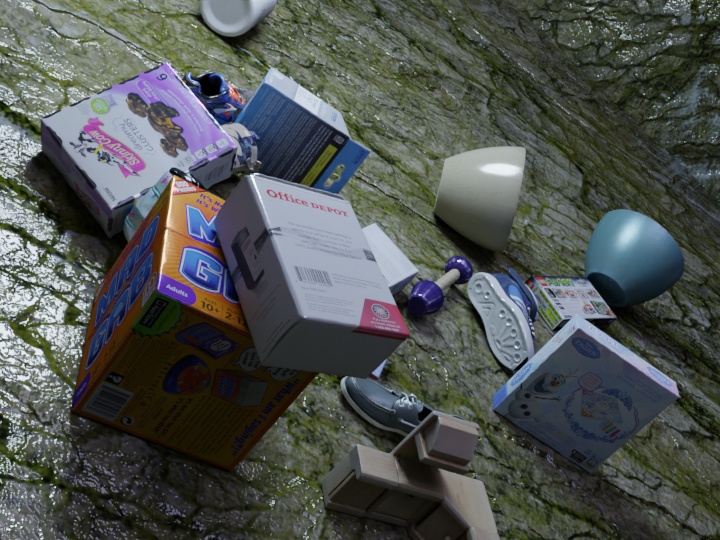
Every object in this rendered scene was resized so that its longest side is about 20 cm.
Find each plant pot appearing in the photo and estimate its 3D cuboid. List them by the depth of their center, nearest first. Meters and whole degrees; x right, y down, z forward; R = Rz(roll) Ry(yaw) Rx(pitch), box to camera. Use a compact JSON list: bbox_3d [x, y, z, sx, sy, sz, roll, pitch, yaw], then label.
[{"bbox_3d":[0.537,-0.004,2.096,0.200,0.200,0.135,43,65,5],"label":"plant pot"}]

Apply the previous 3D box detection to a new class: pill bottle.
[{"bbox_3d":[-0.222,-0.526,1.964,0.114,0.114,0.200,37,30,-5],"label":"pill bottle"}]

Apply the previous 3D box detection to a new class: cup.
[{"bbox_3d":[0.216,-0.144,1.913,0.142,0.201,0.201,12,32,3],"label":"cup"}]

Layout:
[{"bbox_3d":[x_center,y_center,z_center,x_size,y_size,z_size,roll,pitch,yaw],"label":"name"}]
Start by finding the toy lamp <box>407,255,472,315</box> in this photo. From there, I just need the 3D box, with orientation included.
[{"bbox_3d":[0.131,0.026,1.693,0.058,0.058,0.200,44,31,6],"label":"toy lamp"}]

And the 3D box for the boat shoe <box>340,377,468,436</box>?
[{"bbox_3d":[0.066,0.188,1.400,0.200,0.062,0.073,33,31,-13],"label":"boat shoe"}]

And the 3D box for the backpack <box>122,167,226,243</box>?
[{"bbox_3d":[-0.197,-0.031,1.294,0.200,0.127,0.167,45,-5,-32],"label":"backpack"}]

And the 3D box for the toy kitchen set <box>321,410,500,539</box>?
[{"bbox_3d":[0.090,0.290,1.192,0.199,0.163,0.181,22,35,-29],"label":"toy kitchen set"}]

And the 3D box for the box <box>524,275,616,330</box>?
[{"bbox_3d":[0.404,0.062,1.978,0.199,0.035,0.110,3,47,-47],"label":"box"}]

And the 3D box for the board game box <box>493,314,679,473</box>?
[{"bbox_3d":[0.342,0.192,1.572,0.200,0.199,0.043,34,30,-12],"label":"board game box"}]

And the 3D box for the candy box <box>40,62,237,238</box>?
[{"bbox_3d":[-0.294,-0.162,1.362,0.200,0.072,0.168,-32,73,-29],"label":"candy box"}]

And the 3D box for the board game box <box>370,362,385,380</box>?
[{"bbox_3d":[-0.041,0.061,1.446,0.200,0.019,0.103,33,60,-13],"label":"board game box"}]

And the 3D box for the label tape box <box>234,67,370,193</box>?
[{"bbox_3d":[-0.101,-0.207,1.649,0.199,0.143,0.066,31,31,-16],"label":"label tape box"}]

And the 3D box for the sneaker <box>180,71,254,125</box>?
[{"bbox_3d":[-0.230,-0.279,1.665,0.075,0.078,0.200,51,32,17],"label":"sneaker"}]

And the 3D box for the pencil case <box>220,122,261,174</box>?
[{"bbox_3d":[-0.224,-0.162,1.516,0.089,0.078,0.200,30,28,11],"label":"pencil case"}]

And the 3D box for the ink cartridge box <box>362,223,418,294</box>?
[{"bbox_3d":[0.000,0.000,1.587,0.109,0.050,0.200,48,31,10],"label":"ink cartridge box"}]

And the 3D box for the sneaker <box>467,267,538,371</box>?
[{"bbox_3d":[0.275,0.088,1.752,0.146,0.081,0.201,11,42,-43],"label":"sneaker"}]

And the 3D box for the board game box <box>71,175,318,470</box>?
[{"bbox_3d":[-0.177,0.061,1.152,0.199,0.200,0.200,26,33,-23],"label":"board game box"}]

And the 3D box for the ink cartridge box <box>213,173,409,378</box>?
[{"bbox_3d":[-0.055,0.006,1.079,0.145,0.085,0.201,13,43,-39],"label":"ink cartridge box"}]
